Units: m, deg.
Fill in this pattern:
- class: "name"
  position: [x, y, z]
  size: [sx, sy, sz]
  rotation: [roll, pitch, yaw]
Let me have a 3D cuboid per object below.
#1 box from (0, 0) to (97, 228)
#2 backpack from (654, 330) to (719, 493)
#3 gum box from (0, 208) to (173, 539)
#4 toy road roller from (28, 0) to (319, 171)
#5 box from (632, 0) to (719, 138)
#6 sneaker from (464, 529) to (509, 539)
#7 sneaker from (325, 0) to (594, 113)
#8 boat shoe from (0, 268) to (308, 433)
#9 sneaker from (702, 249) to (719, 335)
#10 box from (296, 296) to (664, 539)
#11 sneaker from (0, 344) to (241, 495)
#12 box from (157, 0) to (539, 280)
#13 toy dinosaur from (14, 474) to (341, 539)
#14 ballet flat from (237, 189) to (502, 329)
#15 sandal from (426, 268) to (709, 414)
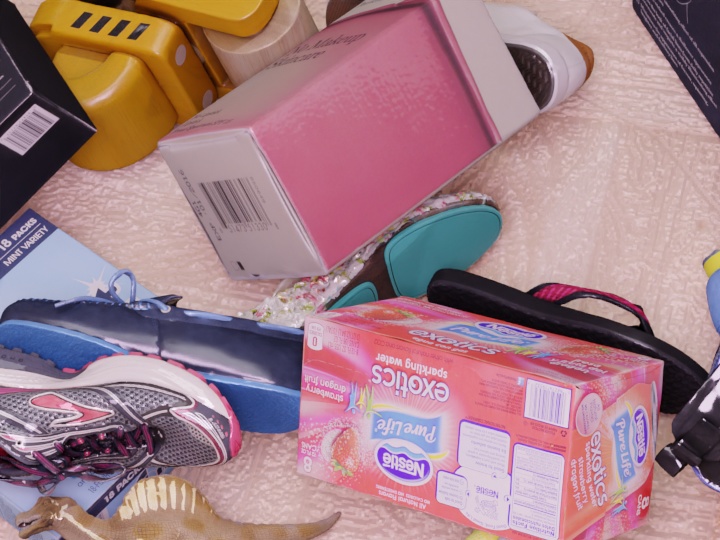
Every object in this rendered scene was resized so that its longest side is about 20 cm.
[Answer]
- class: "box"
  position: [-0.291, -0.080, 1.588]
  size: [0.200, 0.079, 0.141]
  rotation: [-43, 57, 11]
- class: "backpack"
  position: [0.297, 0.055, 1.389]
  size: [0.199, 0.154, 0.191]
  rotation: [18, 97, 15]
- class: "gum box"
  position: [-0.199, 0.071, 1.532]
  size: [0.200, 0.045, 0.170]
  rotation: [33, 63, 26]
- class: "toy road roller"
  position: [-0.136, -0.138, 1.642]
  size: [0.199, 0.123, 0.147]
  rotation: [14, 68, 23]
- class: "box"
  position: [0.256, -0.213, 1.593]
  size: [0.107, 0.200, 0.149]
  rotation: [-21, 53, -8]
- class: "sneaker"
  position: [0.025, 0.205, 1.382]
  size: [0.090, 0.078, 0.200]
  rotation: [27, 61, 27]
- class: "sneaker"
  position: [0.070, -0.154, 1.670]
  size: [0.199, 0.073, 0.085]
  rotation: [22, 27, 29]
- class: "boat shoe"
  position: [-0.122, 0.051, 1.474]
  size: [0.199, 0.084, 0.069]
  rotation: [16, 51, -3]
- class: "sneaker"
  position: [0.317, 0.009, 1.508]
  size: [0.199, 0.066, 0.079]
  rotation: [-13, 67, -3]
- class: "box"
  position: [0.067, 0.087, 1.400]
  size: [0.199, 0.103, 0.094]
  rotation: [13, 14, 38]
- class: "sneaker"
  position: [-0.168, 0.099, 1.426]
  size: [0.199, 0.081, 0.075]
  rotation: [2, 44, 10]
- class: "box"
  position: [-0.008, -0.091, 1.545]
  size: [0.200, 0.109, 0.128]
  rotation: [-37, 17, -28]
- class: "toy dinosaur"
  position: [-0.104, 0.170, 1.419]
  size: [0.199, 0.058, 0.102]
  rotation: [4, 69, -11]
- class: "ballet flat"
  position: [0.000, 0.000, 1.546]
  size: [0.200, 0.076, 0.064]
  rotation: [-34, 48, -21]
- class: "sandal"
  position: [0.135, 0.033, 1.501]
  size: [0.199, 0.075, 0.045]
  rotation: [22, 59, 25]
